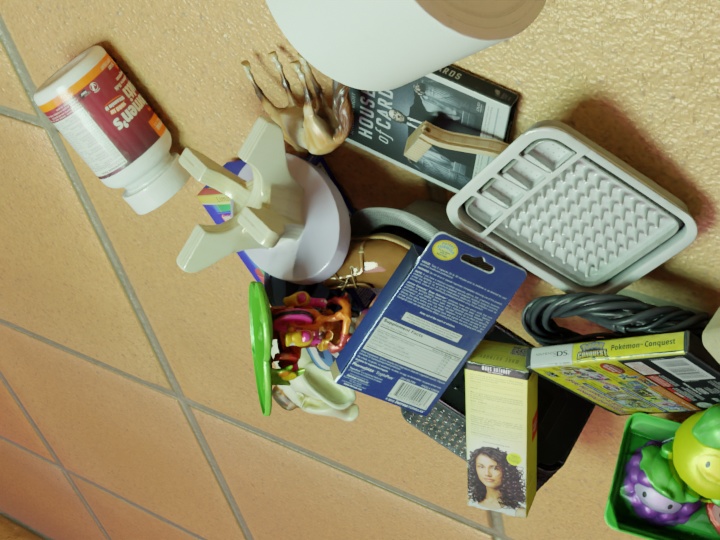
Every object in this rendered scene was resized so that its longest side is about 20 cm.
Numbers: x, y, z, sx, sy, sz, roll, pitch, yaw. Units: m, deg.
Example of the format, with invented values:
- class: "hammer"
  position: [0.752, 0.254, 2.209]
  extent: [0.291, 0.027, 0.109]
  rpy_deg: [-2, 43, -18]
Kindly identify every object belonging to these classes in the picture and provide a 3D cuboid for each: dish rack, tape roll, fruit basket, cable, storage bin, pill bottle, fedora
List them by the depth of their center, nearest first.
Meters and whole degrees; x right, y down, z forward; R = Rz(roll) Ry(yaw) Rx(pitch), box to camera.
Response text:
- class: "tape roll"
  position: [0.036, -0.257, 0.850]
  extent: [0.139, 0.203, 0.203]
  rpy_deg: [-13, 123, 52]
- class: "dish rack"
  position: [0.203, -0.060, 1.037]
  extent: [0.200, 0.044, 0.172]
  rpy_deg: [31, 139, -15]
- class: "cable"
  position: [0.265, 0.066, 1.105]
  extent: [0.199, 0.051, 0.163]
  rpy_deg: [11, 164, 5]
- class: "fruit basket"
  position: [0.377, 0.229, 1.162]
  extent: [0.215, 0.156, 0.216]
  rpy_deg: [16, 167, 4]
- class: "fedora"
  position: [0.086, -0.014, 1.209]
  extent: [0.200, 0.090, 0.177]
  rpy_deg: [37, 147, 13]
- class: "storage bin"
  position: [0.166, 0.161, 1.310]
  extent: [0.200, 0.135, 0.094]
  rpy_deg: [33, 148, 6]
- class: "pill bottle"
  position: [-0.312, -0.176, 1.375]
  extent: [0.109, 0.110, 0.200]
  rpy_deg: [-8, 127, 49]

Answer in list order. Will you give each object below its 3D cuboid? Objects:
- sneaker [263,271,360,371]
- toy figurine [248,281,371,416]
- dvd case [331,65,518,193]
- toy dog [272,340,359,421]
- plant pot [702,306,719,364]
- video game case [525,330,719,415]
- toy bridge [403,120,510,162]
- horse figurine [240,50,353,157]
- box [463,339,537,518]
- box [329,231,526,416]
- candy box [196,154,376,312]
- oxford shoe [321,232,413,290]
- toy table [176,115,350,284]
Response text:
- class: "sneaker"
  position: [-0.045, 0.046, 1.299]
  extent: [0.082, 0.074, 0.200]
  rpy_deg: [0, 141, 37]
- class: "toy figurine"
  position: [-0.024, 0.067, 1.185]
  extent: [0.183, 0.151, 0.200]
  rpy_deg: [-6, 155, -10]
- class: "dvd case"
  position: [0.060, -0.160, 1.114]
  extent: [0.200, 0.025, 0.151]
  rpy_deg: [26, 146, 16]
- class: "toy dog"
  position: [-0.069, 0.137, 1.502]
  extent: [0.193, 0.140, 0.200]
  rpy_deg: [19, 156, 0]
- class: "plant pot"
  position: [0.413, 0.050, 0.896]
  extent: [0.200, 0.200, 0.177]
  rpy_deg: [45, 158, -12]
- class: "video game case"
  position: [0.301, 0.112, 1.122]
  extent: [0.180, 0.026, 0.200]
  rpy_deg: [-11, 153, 40]
- class: "toy bridge"
  position: [0.144, -0.092, 1.078]
  extent: [0.200, 0.027, 0.067]
  rpy_deg: [29, 141, -13]
- class: "horse figurine"
  position: [-0.059, -0.171, 1.159]
  extent: [0.200, 0.050, 0.133]
  rpy_deg: [15, 135, 57]
- class: "box"
  position: [0.157, 0.177, 1.192]
  extent: [0.075, 0.050, 0.201]
  rpy_deg: [7, 119, 23]
- class: "box"
  position: [0.071, 0.053, 1.112]
  extent: [0.121, 0.032, 0.200]
  rpy_deg: [23, 114, -25]
- class: "candy box"
  position: [-0.082, -0.044, 1.348]
  extent: [0.169, 0.077, 0.200]
  rpy_deg: [1, 132, 43]
- class: "oxford shoe"
  position: [0.000, 0.000, 1.173]
  extent: [0.200, 0.071, 0.072]
  rpy_deg: [11, 133, 41]
- class: "toy table"
  position: [-0.112, -0.069, 1.167]
  extent: [0.200, 0.184, 0.117]
  rpy_deg: [27, -175, 42]
